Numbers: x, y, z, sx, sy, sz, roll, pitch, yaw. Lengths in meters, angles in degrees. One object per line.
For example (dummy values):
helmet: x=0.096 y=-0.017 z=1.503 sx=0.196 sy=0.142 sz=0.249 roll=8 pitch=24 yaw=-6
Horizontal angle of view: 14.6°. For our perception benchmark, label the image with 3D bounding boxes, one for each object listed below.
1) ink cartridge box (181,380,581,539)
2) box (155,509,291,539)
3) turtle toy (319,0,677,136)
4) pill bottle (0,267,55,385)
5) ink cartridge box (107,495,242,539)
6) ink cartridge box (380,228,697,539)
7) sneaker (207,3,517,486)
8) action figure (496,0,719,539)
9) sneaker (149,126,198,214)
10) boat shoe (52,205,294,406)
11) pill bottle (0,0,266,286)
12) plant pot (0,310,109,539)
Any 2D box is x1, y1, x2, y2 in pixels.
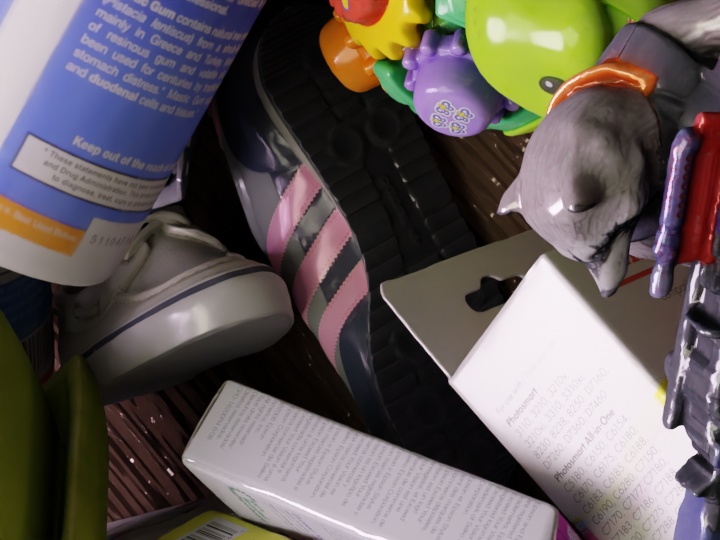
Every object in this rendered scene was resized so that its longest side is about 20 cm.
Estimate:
ink cartridge box: x=0.059 y=0.123 z=1.000 sx=0.199 sy=0.196 sz=0.043 roll=19 pitch=71 yaw=33
box: x=-0.024 y=0.190 z=1.014 sx=0.075 sy=0.050 sz=0.201 roll=10 pitch=125 yaw=58
turtle toy: x=0.048 y=-0.102 z=0.951 sx=0.200 sy=0.101 sz=0.147 roll=28 pitch=123 yaw=55
pill bottle: x=-0.182 y=-0.041 z=1.123 sx=0.112 sy=0.112 sz=0.201 roll=18 pitch=120 yaw=35
ink cartridge box: x=-0.075 y=0.162 z=1.189 sx=0.199 sy=0.067 sz=0.117 roll=-19 pitch=93 yaw=42
ink cartridge box: x=0.114 y=0.045 z=0.958 sx=0.200 sy=0.115 sz=0.068 roll=48 pitch=127 yaw=18
sneaker: x=0.000 y=0.000 z=1.086 sx=0.082 sy=0.070 sz=0.201 roll=-26 pitch=83 yaw=59
action figure: x=0.119 y=-0.017 z=0.869 sx=0.104 sy=0.193 sz=0.201 roll=32 pitch=116 yaw=43
sneaker: x=-0.078 y=-0.103 z=1.059 sx=0.070 sy=0.109 sz=0.201 roll=16 pitch=134 yaw=-8
boat shoe: x=-0.083 y=0.009 z=1.119 sx=0.200 sy=0.071 sz=0.070 roll=152 pitch=103 yaw=-70
pill bottle: x=-0.089 y=-0.106 z=0.972 sx=0.112 sy=0.112 sz=0.201 roll=37 pitch=103 yaw=26
plant pot: x=-0.201 y=0.097 z=1.023 sx=0.181 sy=0.200 sz=0.199 roll=37 pitch=113 yaw=-23
